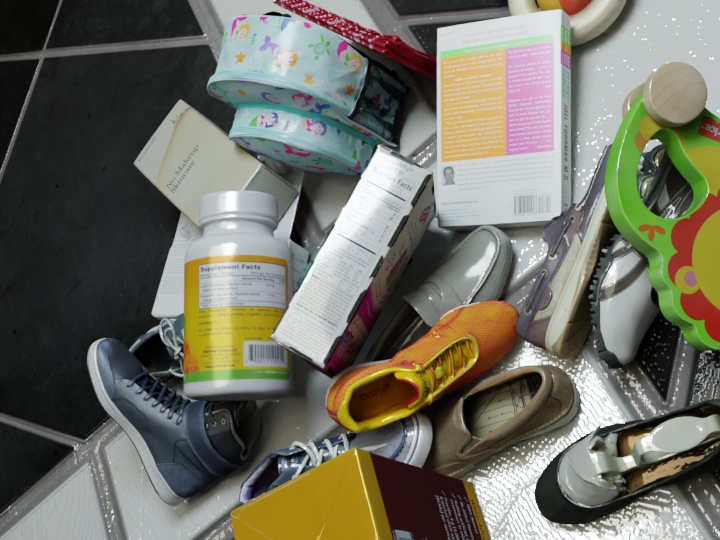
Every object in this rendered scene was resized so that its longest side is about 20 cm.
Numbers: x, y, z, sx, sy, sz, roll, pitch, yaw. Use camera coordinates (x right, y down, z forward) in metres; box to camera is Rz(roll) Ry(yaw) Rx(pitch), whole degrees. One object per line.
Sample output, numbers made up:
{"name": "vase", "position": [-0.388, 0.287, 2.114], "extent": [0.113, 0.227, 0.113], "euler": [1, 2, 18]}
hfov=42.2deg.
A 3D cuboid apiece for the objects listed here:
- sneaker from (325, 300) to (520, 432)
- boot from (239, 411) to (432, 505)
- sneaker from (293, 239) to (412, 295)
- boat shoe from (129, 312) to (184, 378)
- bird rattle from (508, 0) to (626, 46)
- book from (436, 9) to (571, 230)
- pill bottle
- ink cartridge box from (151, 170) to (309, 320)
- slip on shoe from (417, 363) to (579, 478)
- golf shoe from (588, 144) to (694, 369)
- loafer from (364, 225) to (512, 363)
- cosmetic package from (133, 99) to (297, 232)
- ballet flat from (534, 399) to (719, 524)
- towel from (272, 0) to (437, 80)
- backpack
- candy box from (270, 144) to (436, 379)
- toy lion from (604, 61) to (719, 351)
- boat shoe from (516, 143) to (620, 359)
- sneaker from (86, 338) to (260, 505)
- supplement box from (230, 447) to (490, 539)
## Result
{"name": "sneaker", "position": [0.065, 0.092, 0.839], "extent": [0.199, 0.074, 0.077], "euler": [-30, 15, -11]}
{"name": "boot", "position": [-0.027, 0.186, 0.872], "extent": [0.200, 0.090, 0.073], "euler": [-43, 36, 30]}
{"name": "sneaker", "position": [0.000, 0.000, 0.971], "extent": [0.087, 0.074, 0.202], "euler": [25, 87, 34]}
{"name": "boat shoe", "position": [-0.202, 0.082, 1.060], "extent": [0.199, 0.075, 0.062], "euler": [-16, 18, 39]}
{"name": "bird rattle", "position": [0.217, -0.307, 0.941], "extent": [0.198, 0.112, 0.165], "euler": [-4, 84, 24]}
{"name": "book", "position": [0.141, -0.145, 0.918], "extent": [0.132, 0.048, 0.203], "euler": [-1, 84, 34]}
{"name": "pill bottle", "position": [-0.123, 0.027, 0.943], "extent": [0.110, 0.111, 0.203], "euler": [-9, 77, 33]}
{"name": "ink cartridge box", "position": [-0.147, -0.022, 1.104], "extent": [0.198, 0.043, 0.176], "euler": [-2, 66, 36]}
{"name": "slip on shoe", "position": [0.100, 0.139, 0.848], "extent": [0.198, 0.060, 0.077], "euler": [-25, 59, 26]}
{"name": "golf shoe", "position": [0.258, -0.009, 0.783], "extent": [0.094, 0.078, 0.202], "euler": [15, 82, 38]}
{"name": "loafer", "position": [0.073, 0.040, 0.900], "extent": [0.070, 0.070, 0.201], "euler": [37, 94, 43]}
{"name": "cosmetic package", "position": [-0.172, -0.108, 1.089], "extent": [0.200, 0.073, 0.104], "euler": [38, 92, 41]}
{"name": "ballet flat", "position": [0.219, 0.148, 0.753], "extent": [0.199, 0.068, 0.069], "euler": [-30, 57, 23]}
{"name": "towel", "position": [0.011, -0.252, 1.014], "extent": [0.199, 0.144, 0.023], "euler": [35, 105, 39]}
{"name": "backpack", "position": [-0.065, -0.192, 1.010], "extent": [0.176, 0.199, 0.152], "euler": [13, 79, 37]}
{"name": "candy box", "position": [-0.001, -0.001, 0.876], "extent": [0.061, 0.136, 0.201], "euler": [28, 82, 11]}
{"name": "toy lion", "position": [0.281, -0.036, 0.728], "extent": [0.198, 0.069, 0.194], "euler": [22, 82, -2]}
{"name": "boat shoe", "position": [0.193, -0.023, 0.839], "extent": [0.064, 0.072, 0.202], "euler": [18, 89, 32]}
{"name": "sneaker", "position": [-0.196, 0.139, 1.012], "extent": [0.145, 0.077, 0.204], "euler": [-29, 95, 25]}
{"name": "supplement box", "position": [0.023, 0.275, 0.759], "extent": [0.132, 0.199, 0.199], "euler": [-31, 57, 22]}
